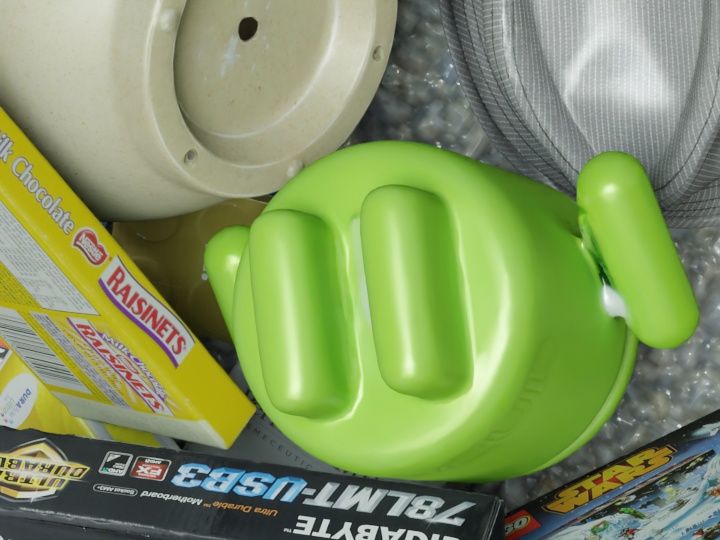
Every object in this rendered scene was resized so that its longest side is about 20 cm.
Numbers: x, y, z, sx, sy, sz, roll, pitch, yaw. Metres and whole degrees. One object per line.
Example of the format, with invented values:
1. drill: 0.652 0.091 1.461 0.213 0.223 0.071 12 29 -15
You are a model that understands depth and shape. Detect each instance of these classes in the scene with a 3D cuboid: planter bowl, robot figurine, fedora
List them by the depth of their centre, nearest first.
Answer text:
1. robot figurine: 0.030 0.018 1.051 0.175 0.200 0.116 -13 79 23
2. planter bowl: -0.071 -0.102 1.072 0.134 0.200 0.201 26 122 41
3. fedora: 0.105 -0.093 1.100 0.176 0.090 0.201 6 114 16

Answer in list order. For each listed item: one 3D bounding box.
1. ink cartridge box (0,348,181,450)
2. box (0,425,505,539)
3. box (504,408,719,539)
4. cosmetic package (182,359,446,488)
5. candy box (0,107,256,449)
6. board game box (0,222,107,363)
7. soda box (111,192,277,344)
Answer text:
1. ink cartridge box: -0.109 0.153 1.201 0.200 0.047 0.198 53 133 17
2. box: -0.044 0.153 1.093 0.197 0.050 0.201 7 132 13
3. box: 0.144 0.091 1.093 0.199 0.137 0.040 -25 106 -7
4. cosmetic package: -0.046 0.126 1.254 0.101 0.071 0.200 33 118 3
5. candy box: -0.127 -0.013 1.052 0.102 0.026 0.200 6 142 48
6. board game box: -0.207 -0.030 1.204 0.199 0.034 0.136 19 103 -16
7. soda box: 0.000 0.000 1.190 0.199 0.064 0.068 14 115 13
